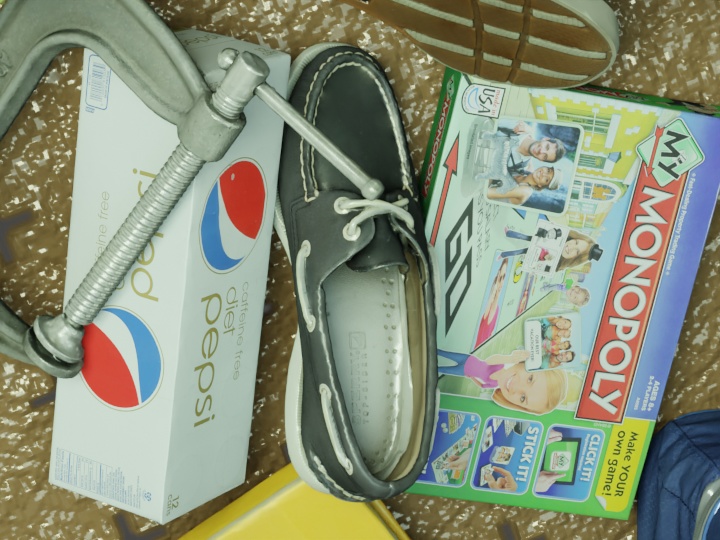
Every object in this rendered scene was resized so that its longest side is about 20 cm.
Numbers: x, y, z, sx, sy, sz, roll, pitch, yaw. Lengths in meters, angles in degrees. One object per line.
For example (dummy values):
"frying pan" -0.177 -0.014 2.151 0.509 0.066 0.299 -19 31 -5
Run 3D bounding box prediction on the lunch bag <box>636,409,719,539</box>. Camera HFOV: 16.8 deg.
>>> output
"lunch bag" 0.211 0.157 1.146 0.136 0.132 0.200 -6 110 -12

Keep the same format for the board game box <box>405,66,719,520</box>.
"board game box" 0.083 0.012 1.122 0.135 0.029 0.200 8 106 -15

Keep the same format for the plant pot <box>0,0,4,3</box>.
"plant pot" -0.181 -0.169 0.912 0.200 0.184 0.200 -4 109 -12

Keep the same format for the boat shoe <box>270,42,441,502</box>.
"boat shoe" 0.000 0.000 1.053 0.074 0.060 0.200 3 88 -25

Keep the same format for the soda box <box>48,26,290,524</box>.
"soda box" -0.082 0.001 1.046 0.064 0.068 0.200 17 110 27

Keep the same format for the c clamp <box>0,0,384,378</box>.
"c clamp" -0.108 -0.031 0.996 0.171 0.027 0.200 50 120 11

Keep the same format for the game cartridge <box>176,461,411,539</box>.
"game cartridge" -0.046 0.195 1.141 0.200 0.032 0.176 -33 113 11

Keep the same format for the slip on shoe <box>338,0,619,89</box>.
"slip on shoe" 0.021 -0.138 1.036 0.200 0.061 0.076 17 147 -14
